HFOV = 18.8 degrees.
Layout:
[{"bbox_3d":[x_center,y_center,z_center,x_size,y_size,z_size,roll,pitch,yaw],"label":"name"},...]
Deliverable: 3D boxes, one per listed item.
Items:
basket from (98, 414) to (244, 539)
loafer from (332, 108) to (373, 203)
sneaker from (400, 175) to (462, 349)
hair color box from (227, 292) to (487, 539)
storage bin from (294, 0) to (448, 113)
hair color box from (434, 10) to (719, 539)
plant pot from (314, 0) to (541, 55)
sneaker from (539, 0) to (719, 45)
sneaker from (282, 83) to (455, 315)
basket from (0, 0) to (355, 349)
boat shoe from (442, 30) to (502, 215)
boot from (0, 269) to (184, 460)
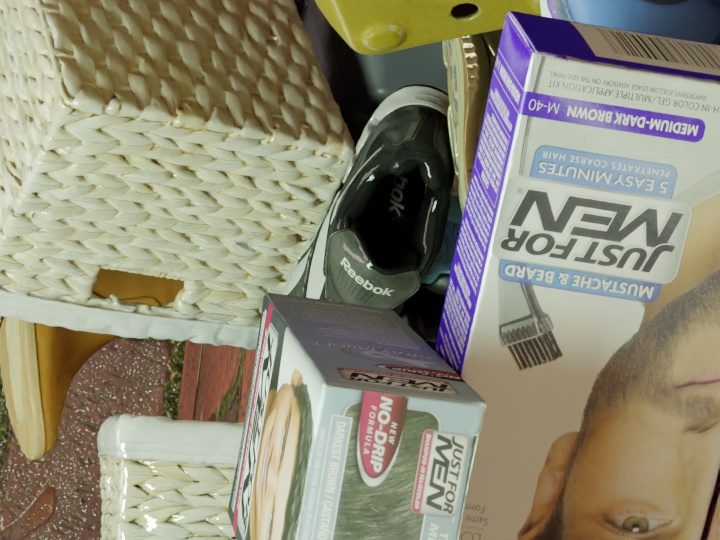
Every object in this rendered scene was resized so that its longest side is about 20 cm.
[{"bbox_3d":[-0.056,0.170,1.277,0.198,0.199,0.162,152,120,-79],"label":"basket"},{"bbox_3d":[-0.020,-0.046,1.338,0.200,0.070,0.069,141,135,-60],"label":"loafer"},{"bbox_3d":[0.028,0.019,1.298,0.200,0.078,0.091,111,158,-63],"label":"sneaker"},{"bbox_3d":[-0.007,0.075,0.829,0.200,0.060,0.100,-137,56,-78],"label":"hair color box"},{"bbox_3d":[0.016,-0.138,1.359,0.200,0.145,0.135,120,146,-66],"label":"storage bin"},{"bbox_3d":[0.090,0.013,0.815,0.065,0.109,0.201,-105,24,-67],"label":"hair color box"},{"bbox_3d":[0.032,-0.219,1.003,0.196,0.193,0.201,63,-161,-59],"label":"plant pot"},{"bbox_3d":[0.124,-0.170,0.846,0.147,0.080,0.201,103,178,-63],"label":"sneaker"},{"bbox_3d":[0.000,0.000,1.185,0.091,0.066,0.201,-81,14,-67],"label":"sneaker"},{"bbox_3d":[-0.131,-0.084,1.270,0.161,0.197,0.201,-61,34,33],"label":"basket"},{"bbox_3d":[0.073,-0.115,1.142,0.063,0.073,0.201,151,126,-75],"label":"boat shoe"},{"bbox_3d":[-0.149,0.021,1.344,0.071,0.143,0.202,131,137,-55],"label":"boot"}]
